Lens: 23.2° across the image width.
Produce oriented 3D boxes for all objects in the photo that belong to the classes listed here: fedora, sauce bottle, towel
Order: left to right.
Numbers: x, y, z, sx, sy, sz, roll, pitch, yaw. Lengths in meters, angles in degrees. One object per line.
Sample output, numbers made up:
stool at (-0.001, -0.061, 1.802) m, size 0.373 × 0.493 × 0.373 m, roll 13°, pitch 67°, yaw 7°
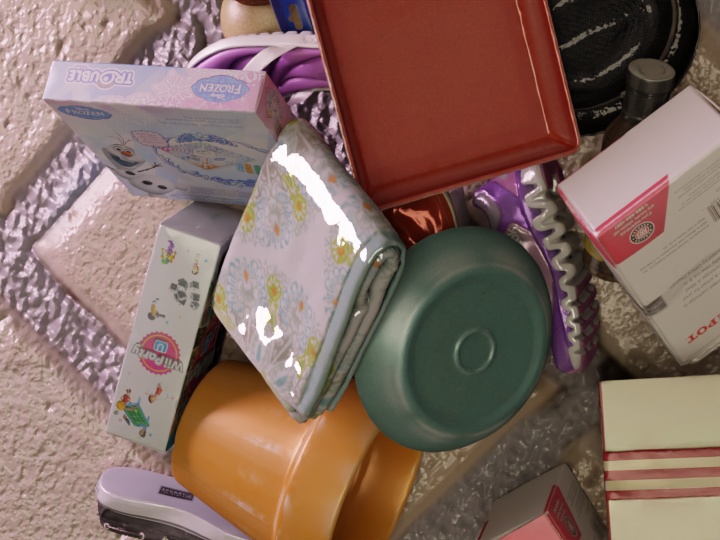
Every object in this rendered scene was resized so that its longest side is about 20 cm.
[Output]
towel at (-0.048, 0.003, 1.450) m, size 0.171 × 0.048 × 0.200 m, roll 51°, pitch 129°, yaw 35°
fedora at (0.192, -0.205, 1.512) m, size 0.200 × 0.092 × 0.201 m, roll 2°, pitch 100°, yaw 11°
sauce bottle at (0.235, -0.085, 1.509) m, size 0.064 × 0.065 × 0.201 m, roll 13°, pitch 126°, yaw 9°

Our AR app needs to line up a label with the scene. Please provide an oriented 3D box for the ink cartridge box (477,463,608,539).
ink cartridge box at (0.196, 0.295, 1.580) m, size 0.083 × 0.147 × 0.200 m, roll -31°, pitch 93°, yaw 16°

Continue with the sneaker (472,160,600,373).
sneaker at (0.155, -0.003, 1.573) m, size 0.088 × 0.080 × 0.201 m, roll -15°, pitch 93°, yaw 21°

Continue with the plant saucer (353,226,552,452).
plant saucer at (0.089, 0.064, 1.475) m, size 0.199 × 0.036 × 0.201 m, roll -9°, pitch 108°, yaw -28°

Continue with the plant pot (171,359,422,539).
plant pot at (-0.063, 0.171, 1.595) m, size 0.183 × 0.200 × 0.201 m, roll 22°, pitch 105°, yaw 19°

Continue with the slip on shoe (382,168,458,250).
slip on shoe at (0.042, 0.014, 1.489) m, size 0.074 × 0.061 × 0.201 m, roll 9°, pitch 101°, yaw 11°

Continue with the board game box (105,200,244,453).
board game box at (-0.163, 0.047, 1.607) m, size 0.064 × 0.148 × 0.201 m, roll 18°, pitch 104°, yaw 6°

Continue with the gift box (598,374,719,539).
gift box at (0.302, 0.165, 1.513) m, size 0.186 × 0.200 × 0.185 m, roll -4°, pitch 87°, yaw 8°

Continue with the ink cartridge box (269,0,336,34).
ink cartridge box at (0.025, -0.238, 1.488) m, size 0.199 × 0.100 × 0.039 m, roll -24°, pitch 53°, yaw -1°

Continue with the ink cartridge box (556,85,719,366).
ink cartridge box at (0.275, -0.034, 1.469) m, size 0.145 × 0.085 × 0.200 m, roll -37°, pitch 131°, yaw 4°

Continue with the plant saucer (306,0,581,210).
plant saucer at (0.066, -0.169, 1.451) m, size 0.199 × 0.037 × 0.201 m, roll -17°, pitch 98°, yaw -12°

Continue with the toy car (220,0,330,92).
toy car at (-0.079, -0.242, 1.561) m, size 0.164 × 0.158 × 0.201 m, roll -8°, pitch 125°, yaw 8°

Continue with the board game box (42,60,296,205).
board game box at (-0.146, -0.117, 1.538) m, size 0.199 × 0.199 × 0.044 m, roll 6°, pitch 70°, yaw 19°

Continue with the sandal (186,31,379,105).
sandal at (-0.073, -0.165, 1.507) m, size 0.202 × 0.050 × 0.082 m, roll -8°, pitch 142°, yaw 32°

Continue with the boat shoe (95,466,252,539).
boat shoe at (-0.163, 0.249, 1.691) m, size 0.199 × 0.070 × 0.066 m, roll 13°, pitch 120°, yaw 6°

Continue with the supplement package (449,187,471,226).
supplement package at (0.000, 0.000, 1.583) m, size 0.199 × 0.110 × 0.114 m, roll -11°, pitch 98°, yaw 14°
